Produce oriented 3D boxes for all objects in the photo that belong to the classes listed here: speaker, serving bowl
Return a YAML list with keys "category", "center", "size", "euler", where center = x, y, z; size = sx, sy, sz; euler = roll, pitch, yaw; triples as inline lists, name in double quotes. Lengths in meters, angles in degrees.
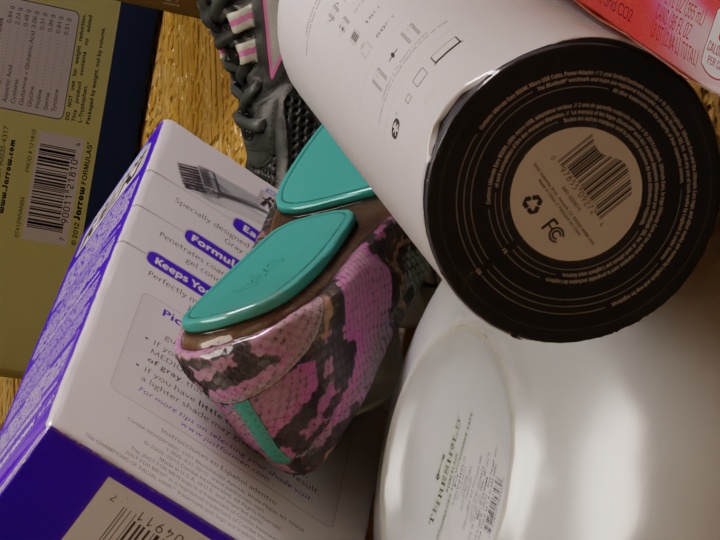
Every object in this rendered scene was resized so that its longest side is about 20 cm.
- category: "speaker"
  center: [0.032, -0.050, 0.776]
  size: [0.200, 0.081, 0.082]
  euler: [-126, 50, -68]
- category: "serving bowl"
  center: [0.053, 0.062, 0.799]
  size: [0.200, 0.065, 0.201]
  euler: [-36, 49, 57]

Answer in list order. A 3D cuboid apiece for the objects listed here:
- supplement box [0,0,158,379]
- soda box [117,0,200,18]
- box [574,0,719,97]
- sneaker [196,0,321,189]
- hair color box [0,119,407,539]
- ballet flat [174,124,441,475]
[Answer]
- category: "supplement box"
  center: [-0.221, -0.059, 1.304]
  size: [0.134, 0.199, 0.201]
  euler: [-176, 96, -67]
- category: "soda box"
  center: [-0.088, -0.215, 1.234]
  size: [0.068, 0.064, 0.201]
  euler: [129, 144, -49]
- category: "box"
  center: [0.105, -0.109, 0.711]
  size: [0.200, 0.094, 0.103]
  euler: [-134, 58, -62]
- category: "sneaker"
  center: [-0.031, -0.099, 1.028]
  size: [0.080, 0.086, 0.201]
  euler: [-174, 93, -68]
- category: "hair color box"
  center: [-0.051, 0.043, 0.898]
  size: [0.065, 0.109, 0.200]
  euler: [-51, 13, 29]
- category: "ballet flat"
  center: [0.000, 0.000, 0.894]
  size: [0.069, 0.071, 0.200]
  euler: [-11, 25, 27]
